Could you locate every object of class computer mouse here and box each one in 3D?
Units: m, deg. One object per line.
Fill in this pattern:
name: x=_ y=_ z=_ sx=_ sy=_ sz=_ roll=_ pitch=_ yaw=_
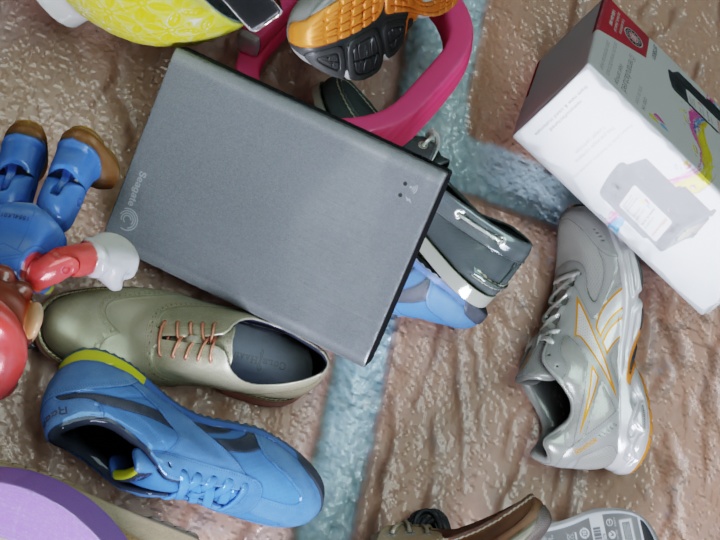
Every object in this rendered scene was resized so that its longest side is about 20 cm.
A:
computer mouse: x=0.120 y=0.216 z=1.253 sx=0.198 sy=0.044 sz=0.111 roll=-4 pitch=74 yaw=-20

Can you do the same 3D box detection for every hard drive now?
hard drive: x=-0.057 y=-0.043 z=1.167 sx=0.198 sy=0.033 sz=0.141 roll=25 pitch=102 yaw=8

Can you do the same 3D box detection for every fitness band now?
fitness band: x=-0.003 y=-0.154 z=1.246 sx=0.143 sy=0.038 sz=0.200 roll=28 pitch=50 yaw=14

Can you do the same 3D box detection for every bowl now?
bowl: x=-0.170 y=-0.224 z=1.180 sx=0.107 sy=0.200 sz=0.201 roll=-30 pitch=90 yaw=15

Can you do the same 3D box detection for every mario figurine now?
mario figurine: x=-0.221 y=0.007 z=1.124 sx=0.106 sy=0.123 sz=0.201 roll=41 pitch=50 yaw=-30

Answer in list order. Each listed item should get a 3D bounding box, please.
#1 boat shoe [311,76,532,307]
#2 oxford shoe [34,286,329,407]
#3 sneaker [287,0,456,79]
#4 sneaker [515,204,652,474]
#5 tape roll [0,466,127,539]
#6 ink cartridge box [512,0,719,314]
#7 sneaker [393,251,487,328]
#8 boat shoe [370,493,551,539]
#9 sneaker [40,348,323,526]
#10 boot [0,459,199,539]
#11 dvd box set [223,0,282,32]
boat shoe: x=0.044 y=-0.068 z=1.251 sx=0.201 sy=0.062 sz=0.073 roll=52 pitch=21 yaw=10
oxford shoe: x=-0.114 y=0.044 z=1.168 sx=0.198 sy=0.074 sz=0.072 roll=8 pitch=76 yaw=-22
sneaker: x=-0.005 y=-0.194 z=1.206 sx=0.091 sy=0.076 sz=0.200 roll=24 pitch=35 yaw=22
sneaker: x=0.155 y=0.049 z=1.295 sx=0.091 sy=0.076 sz=0.202 roll=-1 pitch=76 yaw=-20
tape roll: x=-0.222 y=0.218 z=1.034 sx=0.198 sy=0.066 sz=0.203 roll=0 pitch=91 yaw=0
ink cartridge box: x=0.219 y=-0.087 z=1.317 sx=0.200 sy=0.083 sz=0.146 roll=42 pitch=29 yaw=-10
sneaker: x=0.000 y=0.000 z=1.249 sx=0.199 sy=0.066 sz=0.079 roll=30 pitch=106 yaw=-27
boat shoe: x=0.034 y=0.199 z=1.173 sx=0.199 sy=0.076 sz=0.072 roll=-31 pitch=73 yaw=-5
sneaker: x=-0.115 y=0.127 z=1.130 sx=0.199 sy=0.066 sz=0.079 roll=29 pitch=31 yaw=-17
boot: x=-0.205 y=0.213 z=1.087 sx=0.198 sy=0.072 sz=0.168 roll=22 pitch=74 yaw=-10
dvd box set: x=-0.115 y=-0.270 z=1.182 sx=0.146 sy=0.029 sz=0.201 roll=46 pitch=21 yaw=-43
